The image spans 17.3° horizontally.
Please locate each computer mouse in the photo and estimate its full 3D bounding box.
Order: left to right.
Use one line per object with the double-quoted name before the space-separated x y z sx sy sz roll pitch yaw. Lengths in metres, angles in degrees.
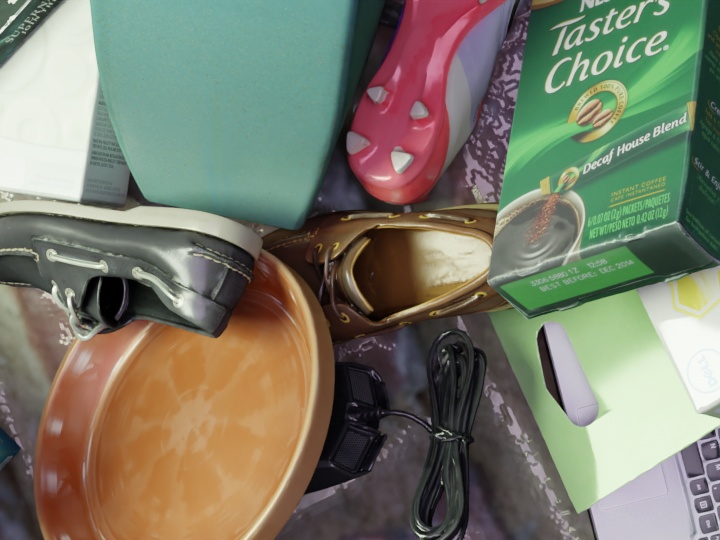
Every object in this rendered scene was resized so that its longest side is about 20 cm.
"computer mouse" -0.025 0.111 1.269 0.199 0.046 0.141 -8 55 17

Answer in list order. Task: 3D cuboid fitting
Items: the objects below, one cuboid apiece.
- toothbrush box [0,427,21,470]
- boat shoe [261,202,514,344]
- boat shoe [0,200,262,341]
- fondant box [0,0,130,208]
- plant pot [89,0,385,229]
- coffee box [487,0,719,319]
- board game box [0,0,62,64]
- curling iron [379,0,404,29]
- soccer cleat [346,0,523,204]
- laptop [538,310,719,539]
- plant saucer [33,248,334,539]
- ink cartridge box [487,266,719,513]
"toothbrush box" -0.280 0.079 1.251 0.146 0.200 0.085 44 95 6
"boat shoe" 0.000 0.000 1.269 0.199 0.067 0.073 -9 87 24
"boat shoe" -0.143 0.003 1.265 0.199 0.073 0.063 1 70 35
"fondant box" -0.188 -0.143 1.296 0.143 0.058 0.201 8 90 22
"plant pot" -0.060 -0.130 1.228 0.140 0.142 0.201 12 132 6
"coffee box" 0.133 -0.080 1.208 0.123 0.044 0.201 -17 48 38
"board game box" -0.245 -0.149 1.274 0.200 0.028 0.135 -44 71 16
"curling iron" -0.065 -0.164 1.314 0.199 0.026 0.050 15 90 7
"soccer cleat" 0.053 -0.128 1.282 0.066 0.076 0.201 24 85 19
"laptop" 0.212 0.087 1.235 0.199 0.116 0.189 -14 88 3
"plant saucer" -0.092 0.081 1.252 0.199 0.032 0.201 -19 57 32
"ink cartridge box" 0.154 0.015 1.227 0.199 0.048 0.146 -34 64 22
